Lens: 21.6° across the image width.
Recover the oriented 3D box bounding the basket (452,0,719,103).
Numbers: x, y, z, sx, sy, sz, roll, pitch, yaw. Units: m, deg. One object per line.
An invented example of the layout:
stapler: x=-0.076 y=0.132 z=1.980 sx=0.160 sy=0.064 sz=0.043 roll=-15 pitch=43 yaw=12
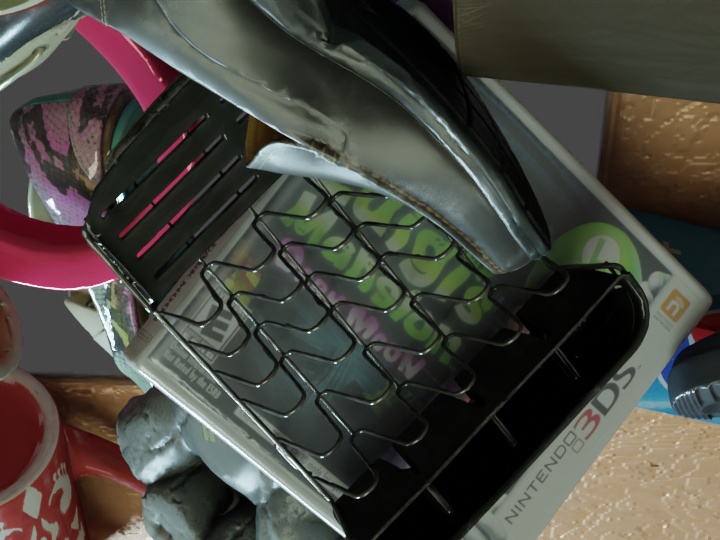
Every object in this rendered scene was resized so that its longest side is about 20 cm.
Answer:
basket: x=0.131 y=-0.123 z=0.642 sx=0.198 sy=0.137 sz=0.181 roll=0 pitch=137 yaw=7

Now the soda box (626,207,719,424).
soda box: x=0.163 y=0.025 z=0.888 sx=0.198 sy=0.068 sz=0.064 roll=12 pitch=137 yaw=-12

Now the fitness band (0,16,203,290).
fitness band: x=-0.152 y=-0.079 z=0.761 sx=0.200 sy=0.038 sz=0.143 roll=41 pitch=122 yaw=-12

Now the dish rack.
dish rack: x=0.000 y=0.000 z=0.716 sx=0.153 sy=0.054 sz=0.200 roll=-45 pitch=115 yaw=-10

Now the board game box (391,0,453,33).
board game box: x=0.029 y=-0.136 z=0.740 sx=0.199 sy=0.033 sz=0.120 roll=-27 pitch=135 yaw=27

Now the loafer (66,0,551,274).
loafer: x=-0.014 y=-0.062 z=0.646 sx=0.072 sy=0.073 sz=0.200 roll=-41 pitch=112 yaw=15

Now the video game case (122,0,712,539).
video game case: x=0.031 y=0.023 z=0.777 sx=0.200 sy=0.023 sz=0.182 roll=41 pitch=83 yaw=-26

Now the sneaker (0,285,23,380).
sneaker: x=-0.231 y=-0.012 z=0.761 sx=0.080 sy=0.072 sz=0.200 roll=-30 pitch=113 yaw=31

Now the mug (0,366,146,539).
mug: x=-0.189 y=0.140 z=1.013 sx=0.133 sy=0.177 sz=0.201 roll=28 pitch=141 yaw=26

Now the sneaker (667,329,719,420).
sneaker: x=0.218 y=-0.001 z=0.826 sx=0.198 sy=0.083 sz=0.070 roll=-22 pitch=158 yaw=1

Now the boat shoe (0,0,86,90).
boat shoe: x=-0.137 y=-0.098 z=0.687 sx=0.199 sy=0.072 sz=0.062 roll=-30 pitch=152 yaw=20

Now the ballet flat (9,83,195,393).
ballet flat: x=-0.111 y=-0.006 z=0.872 sx=0.070 sy=0.069 sz=0.201 roll=6 pitch=138 yaw=22

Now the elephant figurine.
elephant figurine: x=-0.006 y=0.058 z=0.879 sx=0.155 sy=0.199 sz=0.143 roll=-22 pitch=94 yaw=47
